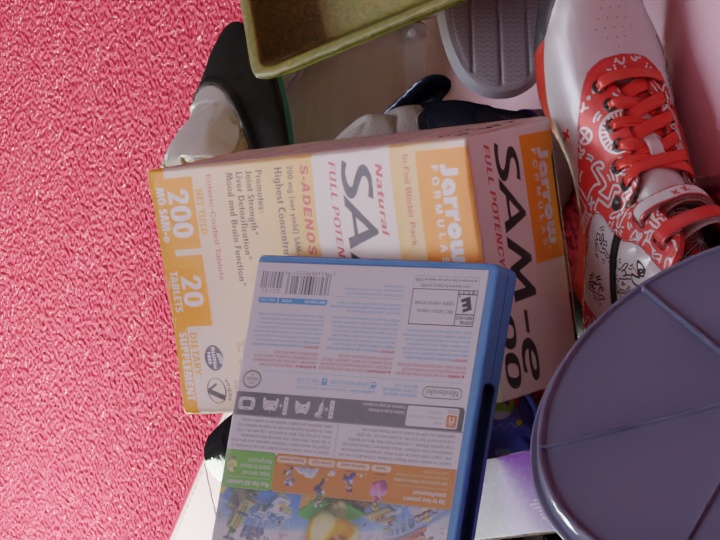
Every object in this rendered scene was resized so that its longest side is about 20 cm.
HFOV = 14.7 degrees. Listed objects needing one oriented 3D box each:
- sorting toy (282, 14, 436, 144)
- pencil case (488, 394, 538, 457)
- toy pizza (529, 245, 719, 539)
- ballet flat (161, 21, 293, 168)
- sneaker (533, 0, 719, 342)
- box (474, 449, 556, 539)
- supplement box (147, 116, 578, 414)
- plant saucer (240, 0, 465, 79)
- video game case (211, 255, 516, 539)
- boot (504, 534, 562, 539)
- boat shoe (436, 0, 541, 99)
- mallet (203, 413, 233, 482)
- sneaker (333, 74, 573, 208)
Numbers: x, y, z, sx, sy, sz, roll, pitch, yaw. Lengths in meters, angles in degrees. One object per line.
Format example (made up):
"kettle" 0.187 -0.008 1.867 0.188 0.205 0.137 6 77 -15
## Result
"sorting toy" -0.022 -0.062 1.634 0.180 0.107 0.200 -107 23 -84
"pencil case" 0.029 0.100 1.538 0.200 0.078 0.087 -19 53 68
"toy pizza" 0.165 0.058 1.091 0.200 0.200 0.032 55 171 52
"ballet flat" -0.062 -0.041 1.487 0.068 0.068 0.200 -41 62 55
"sneaker" 0.136 -0.045 1.282 0.108 0.067 0.202 -173 78 -66
"box" 0.121 0.093 1.240 0.200 0.137 0.039 160 104 -66
"supplement box" 0.000 0.000 1.338 0.200 0.074 0.126 -5 96 38
"plant saucer" 0.028 -0.206 1.389 0.200 0.048 0.200 -21 64 22
"video game case" -0.005 0.094 1.254 0.143 0.018 0.200 3 79 40
"boot" 0.087 0.208 1.426 0.174 0.069 0.200 128 137 -58
"boat shoe" 0.069 -0.176 1.441 0.071 0.072 0.200 125 148 -68
"mallet" -0.067 0.023 1.620 0.066 0.041 0.200 -20 71 58
"sneaker" 0.015 -0.021 1.469 0.200 0.146 0.081 121 140 -53
